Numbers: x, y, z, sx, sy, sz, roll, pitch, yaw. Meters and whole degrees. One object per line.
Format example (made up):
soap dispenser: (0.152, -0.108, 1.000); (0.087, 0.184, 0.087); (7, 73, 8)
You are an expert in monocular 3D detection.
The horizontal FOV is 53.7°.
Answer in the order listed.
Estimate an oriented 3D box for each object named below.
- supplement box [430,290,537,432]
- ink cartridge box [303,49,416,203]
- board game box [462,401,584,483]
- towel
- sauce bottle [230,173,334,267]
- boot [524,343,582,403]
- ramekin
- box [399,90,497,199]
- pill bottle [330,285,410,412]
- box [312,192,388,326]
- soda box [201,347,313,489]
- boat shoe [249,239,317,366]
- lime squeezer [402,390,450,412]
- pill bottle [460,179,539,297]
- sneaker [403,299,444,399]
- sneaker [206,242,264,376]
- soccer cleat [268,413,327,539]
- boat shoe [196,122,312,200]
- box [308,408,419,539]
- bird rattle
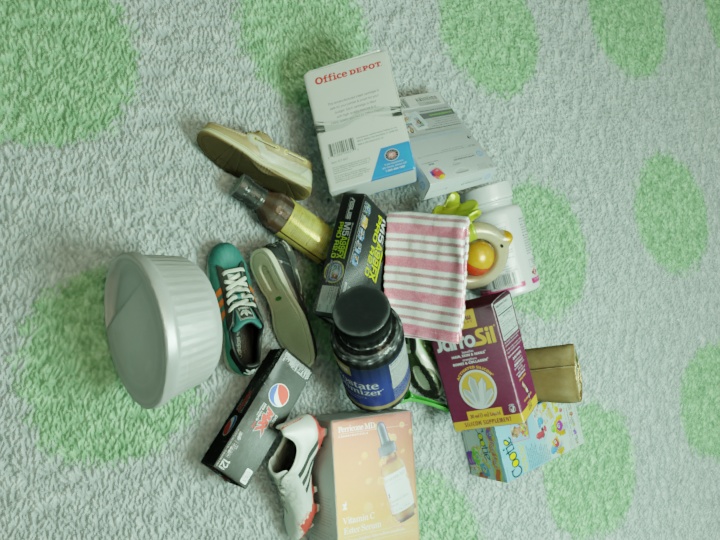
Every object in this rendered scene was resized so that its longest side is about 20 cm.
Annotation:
supplement box: (0.206, 0.153, 1.202); (0.103, 0.128, 0.205); (-20, 95, -60)
ink cartridge box: (0.001, -0.232, 1.158); (0.142, 0.084, 0.205); (-14, 80, 5)
board game box: (0.294, 0.295, 1.297); (0.196, 0.102, 0.108); (-14, 91, -30)
towel: (0.101, 0.009, 1.147); (0.030, 0.143, 0.206); (-2, 96, -63)
sauce bottle: (-0.115, -0.081, 1.133); (0.198, 0.064, 0.066); (36, 68, -23)
boot: (0.282, 0.146, 1.256); (0.066, 0.196, 0.180); (-21, 102, -61)
ramekin: (-0.264, 0.073, 0.959); (0.093, 0.200, 0.208); (-11, 89, -40)
box: (0.124, -0.225, 1.247); (0.153, 0.042, 0.202); (-17, 60, -30)
pill bottle: (0.014, 0.117, 1.062); (0.112, 0.110, 0.202); (-48, 149, -25)
box: (0.000, 0.000, 1.156); (0.160, 0.043, 0.205); (39, 61, -56)
soda box: (-0.153, 0.218, 1.068); (0.063, 0.070, 0.202); (39, 66, -18)
boat shoe: (-0.106, 0.052, 1.120); (0.067, 0.071, 0.204); (-32, 106, -53)
lime squeezer: (0.065, 0.185, 1.199); (0.200, 0.070, 0.038); (48, 46, -15)
pill bottle: (0.253, -0.055, 1.312); (0.111, 0.113, 0.205); (-15, 92, -30)
sneaker: (0.106, 0.117, 1.239); (0.088, 0.076, 0.204); (-34, 107, -39)
sneaker: (-0.180, 0.055, 1.068); (0.070, 0.079, 0.205); (-11, 89, -30)
soccer cleat: (-0.103, 0.311, 1.062); (0.084, 0.068, 0.205); (-3, 109, -41)
boat shoe: (-0.162, -0.181, 1.121); (0.197, 0.074, 0.068); (28, 58, -26)
box: (0.000, 0.328, 1.123); (0.149, 0.106, 0.206); (-1, 85, -29)
bird rattle: (0.175, -0.019, 1.221); (0.159, 0.113, 0.204); (11, 114, -13)
